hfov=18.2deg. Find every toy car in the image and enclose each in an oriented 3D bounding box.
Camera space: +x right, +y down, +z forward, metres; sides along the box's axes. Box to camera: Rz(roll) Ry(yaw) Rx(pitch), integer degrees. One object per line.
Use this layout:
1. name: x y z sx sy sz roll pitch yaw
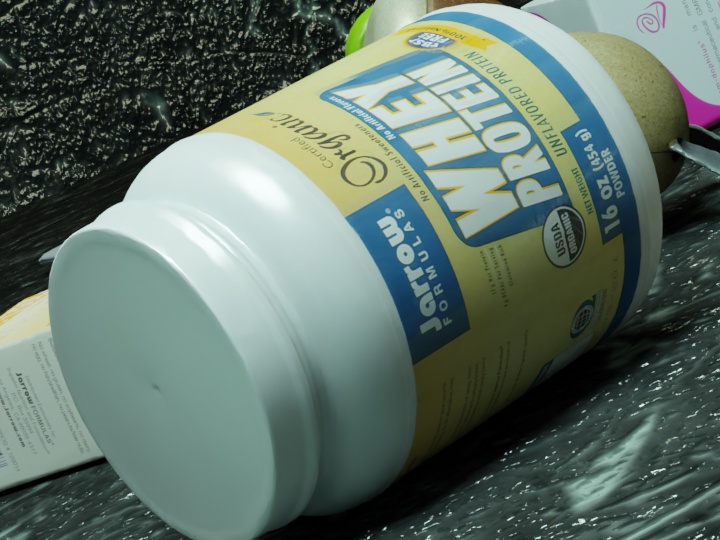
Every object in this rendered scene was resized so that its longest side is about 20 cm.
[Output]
1. toy car: 0.094 -0.047 1.032 0.198 0.159 0.164 4 11 -6

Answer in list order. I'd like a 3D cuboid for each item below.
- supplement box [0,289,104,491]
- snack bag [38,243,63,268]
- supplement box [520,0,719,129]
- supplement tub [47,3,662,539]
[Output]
1. supplement box: -0.110 0.037 1.128 0.199 0.074 0.126 -19 11 27
2. snack bag: -0.173 -0.048 1.959 0.188 0.022 0.200 -29 9 -22
3. supplement box: 0.209 -0.151 1.290 0.199 0.102 0.103 -27 9 -17
4. supplement tub: 0.000 0.000 0.825 0.199 0.146 0.144 -31 11 -35
